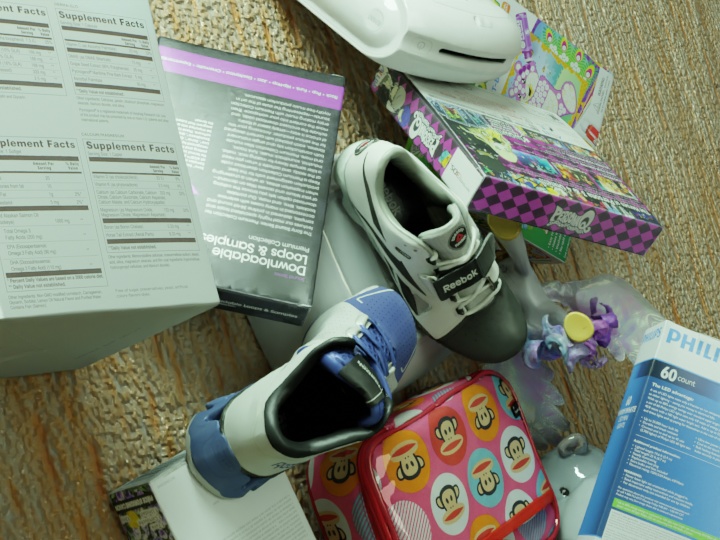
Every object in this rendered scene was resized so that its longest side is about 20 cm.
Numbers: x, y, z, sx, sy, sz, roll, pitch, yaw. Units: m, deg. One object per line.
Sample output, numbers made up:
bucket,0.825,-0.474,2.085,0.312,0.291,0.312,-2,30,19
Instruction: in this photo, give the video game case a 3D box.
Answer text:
video game case,0.126,-0.093,1.067,0.199,0.036,0.181,12,30,-36

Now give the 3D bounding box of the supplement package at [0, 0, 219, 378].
supplement package,-0.203,-0.050,0.759,0.150,0.152,0.201,-3,75,-47

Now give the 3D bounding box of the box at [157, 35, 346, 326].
box,-0.093,-0.066,0.928,0.142,0.036,0.201,12,58,-7

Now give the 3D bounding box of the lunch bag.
lunch bag,0.063,0.184,0.990,0.200,0.082,0.177,-23,94,-48

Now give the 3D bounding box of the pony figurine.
pony figurine,0.154,0.039,1.097,0.193,0.166,0.200,55,5,10

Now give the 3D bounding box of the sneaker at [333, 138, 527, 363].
sneaker,0.059,-0.009,0.949,0.074,0.088,0.200,-43,102,-12

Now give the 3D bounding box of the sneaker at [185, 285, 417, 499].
sneaker,-0.010,0.075,0.853,0.199,0.115,0.081,-36,99,-43

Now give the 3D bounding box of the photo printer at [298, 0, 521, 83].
photo printer,0.029,-0.224,1.084,0.166,0.070,0.200,-1,37,-49

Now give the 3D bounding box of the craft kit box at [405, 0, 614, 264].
craft kit box,0.138,-0.133,1.207,0.197,0.048,0.201,25,75,-35

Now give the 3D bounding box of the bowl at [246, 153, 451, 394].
bowl,0.000,0.000,1.020,0.199,0.075,0.201,-22,87,-50

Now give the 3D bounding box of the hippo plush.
hippo plush,0.230,0.183,1.094,0.160,0.160,0.200,20,32,-24

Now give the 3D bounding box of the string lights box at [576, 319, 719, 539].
string lights box,0.243,0.151,1.008,0.102,0.059,0.201,22,78,0

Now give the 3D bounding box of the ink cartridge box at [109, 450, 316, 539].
ink cartridge box,-0.074,0.210,0.858,0.109,0.050,0.201,-26,93,-49
